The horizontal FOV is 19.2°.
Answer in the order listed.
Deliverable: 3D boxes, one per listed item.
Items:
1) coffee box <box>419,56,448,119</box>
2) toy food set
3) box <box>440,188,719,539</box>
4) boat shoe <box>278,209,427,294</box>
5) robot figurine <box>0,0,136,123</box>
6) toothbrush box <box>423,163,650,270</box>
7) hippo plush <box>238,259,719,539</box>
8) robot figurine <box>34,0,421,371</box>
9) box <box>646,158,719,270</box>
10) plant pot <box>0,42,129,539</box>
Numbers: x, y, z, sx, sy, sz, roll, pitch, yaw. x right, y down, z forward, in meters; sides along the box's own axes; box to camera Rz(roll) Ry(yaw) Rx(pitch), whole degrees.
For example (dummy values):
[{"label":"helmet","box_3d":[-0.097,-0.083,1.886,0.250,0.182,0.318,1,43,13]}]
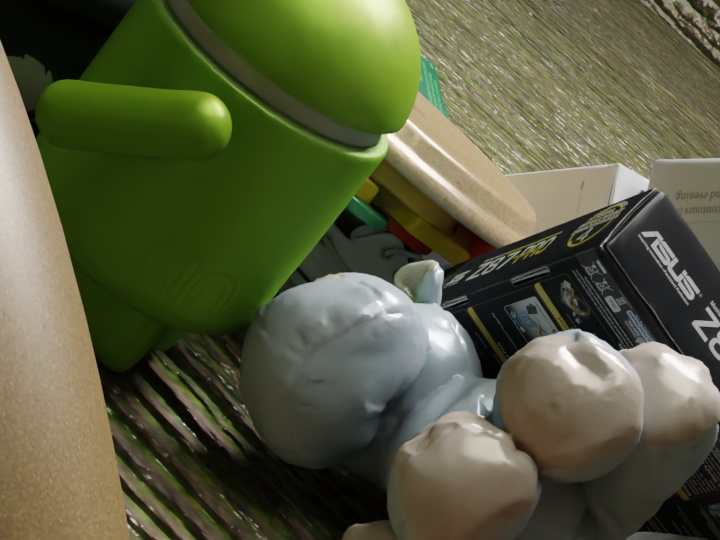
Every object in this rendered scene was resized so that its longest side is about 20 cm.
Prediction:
[{"label":"coffee box","box_3d":[-0.041,-0.142,1.226,0.200,0.044,0.123,35,17,-15]},{"label":"toy food set","box_3d":[0.004,-0.068,1.022,0.198,0.049,0.200,33,13,-47]},{"label":"box","box_3d":[0.124,0.073,0.917,0.049,0.161,0.200,-43,101,-33]},{"label":"boat shoe","box_3d":[0.000,0.000,1.061,0.200,0.067,0.074,40,17,4]},{"label":"robot figurine","box_3d":[-0.169,-0.136,0.968,0.200,0.125,0.150,21,35,-46]},{"label":"toothbrush box","box_3d":[0.134,0.016,1.149,0.146,0.085,0.200,-3,-20,43]},{"label":"hippo plush","box_3d":[0.045,0.055,0.851,0.200,0.159,0.161,17,28,-51]},{"label":"robot figurine","box_3d":[-0.055,-0.056,0.851,0.116,0.200,0.175,42,20,9]},{"label":"box","box_3d":[0.252,0.055,1.016,0.200,0.172,0.199,26,-16,-37]},{"label":"plant pot","box_3d":[-0.141,0.026,0.539,0.200,0.186,0.186,58,21,15]}]
